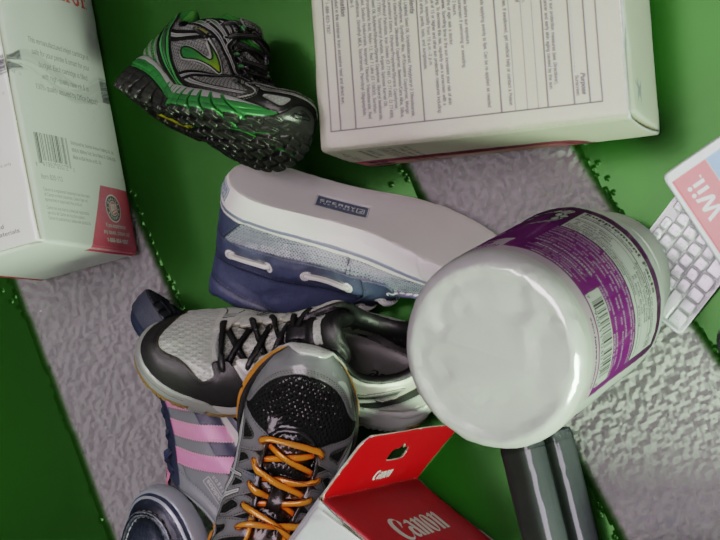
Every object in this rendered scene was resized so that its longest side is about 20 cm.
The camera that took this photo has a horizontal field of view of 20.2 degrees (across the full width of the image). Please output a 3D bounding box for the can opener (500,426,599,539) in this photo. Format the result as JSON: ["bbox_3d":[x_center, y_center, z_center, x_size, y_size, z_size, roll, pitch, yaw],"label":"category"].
[{"bbox_3d":[0.107,0.120,1.278,0.066,0.052,0.202,-28,75,50],"label":"can opener"}]

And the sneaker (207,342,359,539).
[{"bbox_3d":[-0.050,0.137,1.235,0.077,0.077,0.202,14,115,-2],"label":"sneaker"}]

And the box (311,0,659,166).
[{"bbox_3d":[0.079,-0.141,1.260,0.198,0.109,0.129,-5,86,18],"label":"box"}]

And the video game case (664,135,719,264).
[{"bbox_3d":[0.305,-0.055,1.224,0.199,0.017,0.144,-35,83,14],"label":"video game case"}]

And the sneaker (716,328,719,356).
[{"bbox_3d":[0.303,0.084,1.202,0.199,0.074,0.085,38,92,5],"label":"sneaker"}]

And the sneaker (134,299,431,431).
[{"bbox_3d":[-0.041,0.046,1.266,0.198,0.088,0.076,4,59,-11],"label":"sneaker"}]

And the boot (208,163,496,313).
[{"bbox_3d":[0.000,0.000,1.311,0.198,0.073,0.091,18,123,8],"label":"boot"}]

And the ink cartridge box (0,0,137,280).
[{"bbox_3d":[-0.228,-0.102,1.340,0.082,0.146,0.202,-14,83,18],"label":"ink cartridge box"}]

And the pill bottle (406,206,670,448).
[{"bbox_3d":[0.114,0.024,1.187,0.111,0.200,0.114,6,105,25],"label":"pill bottle"}]

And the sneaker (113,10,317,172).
[{"bbox_3d":[-0.087,-0.125,1.294,0.200,0.078,0.086,29,86,51],"label":"sneaker"}]

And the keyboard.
[{"bbox_3d":[0.239,-0.056,1.256,0.056,0.011,0.201,39,100,16],"label":"keyboard"}]

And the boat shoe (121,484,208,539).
[{"bbox_3d":[-0.144,0.245,1.303,0.070,0.091,0.202,6,101,36],"label":"boat shoe"}]

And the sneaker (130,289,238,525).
[{"bbox_3d":[-0.110,0.110,1.332,0.082,0.070,0.201,-36,76,12],"label":"sneaker"}]

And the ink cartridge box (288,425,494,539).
[{"bbox_3d":[0.011,0.188,1.219,0.084,0.200,0.176,38,100,15],"label":"ink cartridge box"}]
